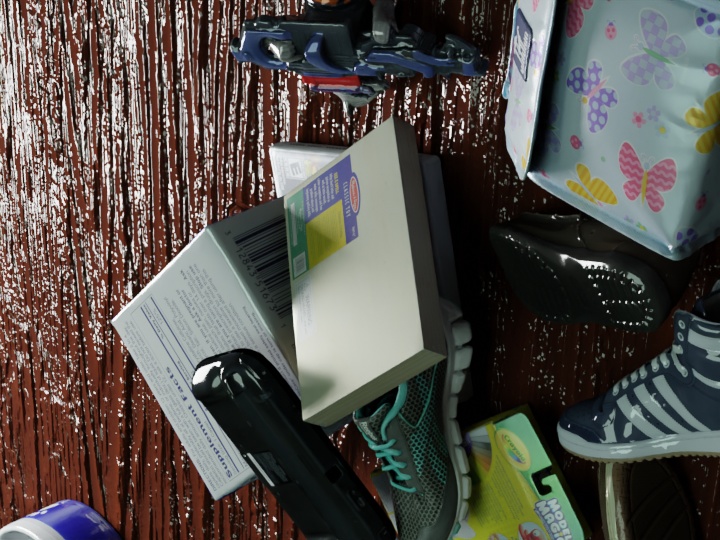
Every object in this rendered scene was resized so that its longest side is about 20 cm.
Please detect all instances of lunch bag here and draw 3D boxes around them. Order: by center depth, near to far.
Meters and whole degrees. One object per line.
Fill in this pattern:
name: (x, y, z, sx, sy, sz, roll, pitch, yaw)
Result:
lunch bag: (0.165, -0.126, 1.032, 0.200, 0.127, 0.171, 36, 131, 40)

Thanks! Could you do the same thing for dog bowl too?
dog bowl: (-0.322, 0.360, 1.847, 0.199, 0.079, 0.201, 23, 124, 39)

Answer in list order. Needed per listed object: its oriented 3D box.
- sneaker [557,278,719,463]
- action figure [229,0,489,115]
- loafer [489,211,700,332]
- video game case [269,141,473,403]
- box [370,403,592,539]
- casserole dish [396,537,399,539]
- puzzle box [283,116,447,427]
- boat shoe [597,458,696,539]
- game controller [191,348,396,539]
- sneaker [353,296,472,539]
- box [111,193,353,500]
sneaker: (0.208, 0.068, 1.118, 0.199, 0.070, 0.109, -7, 108, 43)
action figure: (0.009, -0.203, 1.216, 0.199, 0.105, 0.194, 12, 128, 16)
loafer: (0.162, -0.005, 1.142, 0.200, 0.071, 0.073, 21, 140, 59)
video game case: (0.007, -0.001, 1.346, 0.181, 0.023, 0.201, 9, 115, 45)
box: (0.099, 0.181, 1.316, 0.200, 0.048, 0.118, -30, 85, 53)
casserole dish: (0.034, 0.306, 1.416, 0.121, 0.039, 0.201, 40, 149, 38)
puzzle box: (0.000, 0.000, 1.238, 0.133, 0.025, 0.201, -33, 51, 38)
boat shoe: (0.200, 0.219, 1.203, 0.075, 0.074, 0.204, -2, 108, 54)
game controller: (-0.054, 0.145, 1.293, 0.200, 0.042, 0.104, 55, 153, -13)
sneaker: (0.031, 0.122, 1.266, 0.077, 0.091, 0.202, 5, 99, 51)
box: (-0.087, 0.065, 1.385, 0.185, 0.105, 0.200, 59, 140, 6)
